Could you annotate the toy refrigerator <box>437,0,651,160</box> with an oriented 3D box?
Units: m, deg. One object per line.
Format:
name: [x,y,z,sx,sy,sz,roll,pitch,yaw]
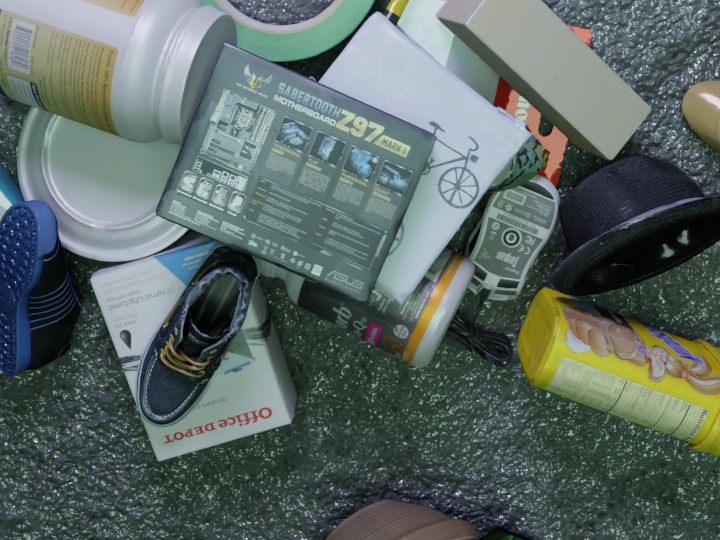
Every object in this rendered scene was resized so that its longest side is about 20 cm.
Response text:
toy refrigerator: [0.172,-0.194,1.083,0.200,0.076,0.070,37,94,-23]

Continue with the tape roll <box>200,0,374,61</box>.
tape roll: [-0.076,-0.297,1.087,0.199,0.048,0.202,0,106,-1]

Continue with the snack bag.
snack bag: [0.022,-0.103,1.046,0.188,0.021,0.200,38,95,0]

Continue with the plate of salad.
plate of salad: [-0.232,-0.108,1.130,0.199,0.048,0.201,0,85,6]

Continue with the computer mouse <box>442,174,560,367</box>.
computer mouse: [0.140,-0.008,1.177,0.109,0.044,0.201,24,109,-2]

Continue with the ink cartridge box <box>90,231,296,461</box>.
ink cartridge box: [-0.162,0.069,1.167,0.146,0.086,0.201,-17,104,3]

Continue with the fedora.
fedora: [0.263,-0.053,1.125,0.200,0.201,0.092,-25,71,5]

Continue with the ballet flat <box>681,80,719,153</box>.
ballet flat: [0.405,-0.120,1.141,0.199,0.063,0.069,31,102,-9]

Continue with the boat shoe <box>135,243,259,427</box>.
boat shoe: [-0.157,0.068,1.074,0.071,0.091,0.201,26,105,-7]

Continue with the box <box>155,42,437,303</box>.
box: [-0.055,-0.083,1.005,0.199,0.051,0.158,22,95,-7]

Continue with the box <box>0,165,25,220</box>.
box: [-0.397,-0.089,1.134,0.082,0.049,0.200,-35,103,7]

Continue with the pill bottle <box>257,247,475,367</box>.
pill bottle: [0.000,0.000,1.123,0.199,0.116,0.117,27,104,6]

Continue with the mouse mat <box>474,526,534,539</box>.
mouse mat: [0.092,0.339,1.230,0.200,0.161,0.008,-42,58,9]

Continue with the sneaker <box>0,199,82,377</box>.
sneaker: [-0.307,0.012,1.129,0.070,0.078,0.201,39,129,25]

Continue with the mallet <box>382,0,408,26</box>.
mallet: [0.025,-0.245,1.063,0.066,0.041,0.200,37,89,-2]

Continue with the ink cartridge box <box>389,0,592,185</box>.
ink cartridge box: [0.112,-0.171,1.127,0.199,0.047,0.161,11,105,-2]

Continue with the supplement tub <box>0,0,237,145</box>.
supplement tub: [-0.224,-0.198,1.041,0.199,0.144,0.145,20,104,8]

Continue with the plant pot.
plant pot: [0.022,0.304,1.209,0.201,0.201,0.093,-42,59,9]

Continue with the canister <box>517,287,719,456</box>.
canister: [0.263,0.095,1.153,0.199,0.149,0.087,20,104,-5]

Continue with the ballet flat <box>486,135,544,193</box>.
ballet flat: [0.076,-0.104,1.088,0.199,0.074,0.075,3,105,-2]
